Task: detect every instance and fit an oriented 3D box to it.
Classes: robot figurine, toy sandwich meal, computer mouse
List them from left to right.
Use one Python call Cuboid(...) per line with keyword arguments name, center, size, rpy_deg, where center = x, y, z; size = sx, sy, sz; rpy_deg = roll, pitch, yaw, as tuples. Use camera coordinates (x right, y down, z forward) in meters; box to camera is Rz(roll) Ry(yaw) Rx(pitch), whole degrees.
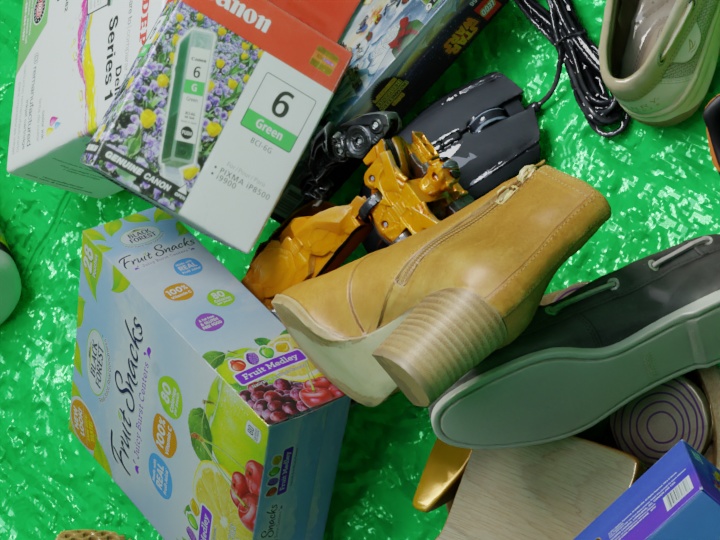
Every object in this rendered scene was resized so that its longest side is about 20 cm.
Cuboid(name="robot figurine", center=(0.000, 0.000, 1.002), size=(0.200, 0.058, 0.145), rpy_deg=(-47, 71, 33))
Cuboid(name="computer mouse", center=(0.056, -0.101, 1.028), size=(0.199, 0.046, 0.141), rpy_deg=(-34, 63, 24))
Cuboid(name="toy sandwich meal", center=(0.110, 0.104, 0.929), size=(0.204, 0.070, 0.207), rpy_deg=(-9, 75, 33))

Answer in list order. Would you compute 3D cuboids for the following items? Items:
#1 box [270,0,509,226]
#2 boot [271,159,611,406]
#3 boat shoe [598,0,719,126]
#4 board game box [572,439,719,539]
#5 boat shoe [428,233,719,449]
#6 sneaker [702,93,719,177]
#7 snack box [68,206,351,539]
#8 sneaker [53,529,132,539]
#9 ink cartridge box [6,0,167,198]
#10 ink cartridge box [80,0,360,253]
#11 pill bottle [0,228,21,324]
Cuboid(name="box", center=(-0.007, -0.140, 1.064), size=(0.200, 0.040, 0.137), rpy_deg=(-46, 41, 18))
Cuboid(name="boot", center=(0.043, 0.002, 0.893), size=(0.144, 0.071, 0.201), rpy_deg=(-43, 20, -15))
Cuboid(name="boat shoe", center=(0.176, -0.185, 0.948), size=(0.072, 0.065, 0.202), rpy_deg=(8, 79, 36))
Cuboid(name="board game box", center=(0.140, 0.198, 0.849), size=(0.200, 0.134, 0.045), rpy_deg=(-46, 19, 17))
Cuboid(name="boat shoe", center=(0.124, 0.036, 0.889), size=(0.198, 0.067, 0.057), rpy_deg=(-20, 42, -5))
Cuboid(name="sneaker", center=(0.237, -0.012, 0.854), size=(0.070, 0.090, 0.201), rpy_deg=(-43, 59, 19))
Cuboid(name="snack box", center=(-0.099, 0.086, 1.036), size=(0.200, 0.067, 0.170), rpy_deg=(42, 137, 36))
Cuboid(name="sneaker", center=(-0.154, 0.250, 1.079), size=(0.200, 0.074, 0.091), rpy_deg=(45, 122, 44))
Cuboid(name="ink cartridge box", center=(-0.148, -0.146, 1.122), size=(0.199, 0.083, 0.146), rpy_deg=(-17, 65, 49))
Cuboid(name="ink cartridge box", center=(-0.069, -0.124, 0.996), size=(0.201, 0.108, 0.050), rpy_deg=(-62, 17, -3))
Cuboid(name="pill bottle", center=(-0.332, -0.047, 1.247), size=(0.112, 0.112, 0.201), rpy_deg=(-40, 59, 21))
